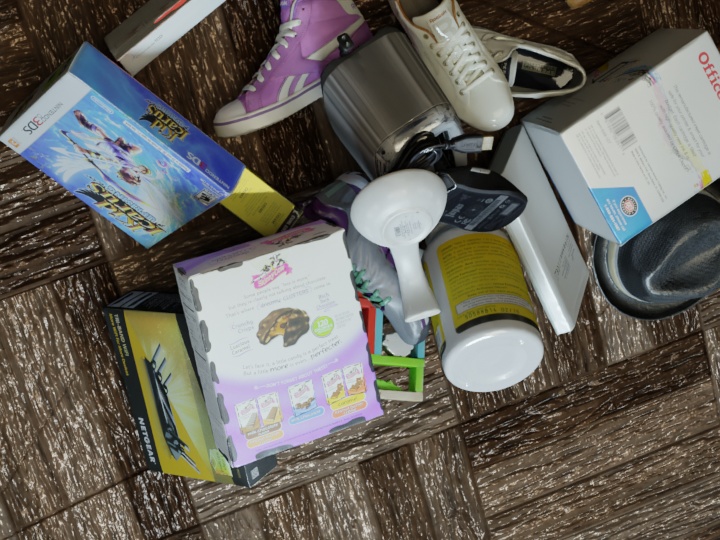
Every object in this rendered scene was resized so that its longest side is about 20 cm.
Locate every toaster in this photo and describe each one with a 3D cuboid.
[{"bbox_3d":[0.038,-0.156,1.428,0.113,0.200,0.130,-33,66,-5],"label":"toaster"}]

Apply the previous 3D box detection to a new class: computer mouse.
[{"bbox_3d":[0.102,-0.099,1.394,0.198,0.046,0.141,4,145,-34],"label":"computer mouse"}]

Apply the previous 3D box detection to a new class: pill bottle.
[{"bbox_3d":[0.125,0.021,1.501,0.110,0.202,0.112,-7,142,-6],"label":"pill bottle"}]

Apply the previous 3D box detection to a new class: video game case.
[{"bbox_3d":[-0.243,-0.119,1.386,0.199,0.181,0.046,38,56,-21],"label":"video game case"}]

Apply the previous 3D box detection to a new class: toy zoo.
[{"bbox_3d":[0.014,0.041,1.541,0.130,0.020,0.203,6,81,-27],"label":"toy zoo"}]

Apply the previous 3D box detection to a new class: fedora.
[{"bbox_3d":[0.376,-0.023,1.618,0.198,0.092,0.204,-4,106,-14],"label":"fedora"}]

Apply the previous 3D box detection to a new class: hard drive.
[{"bbox_3d":[0.201,-0.047,1.551,0.026,0.132,0.202,-17,113,27],"label":"hard drive"}]

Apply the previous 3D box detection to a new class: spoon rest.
[{"bbox_3d":[0.044,-0.032,1.389,0.098,0.061,0.201,-16,140,-3],"label":"spoon rest"}]

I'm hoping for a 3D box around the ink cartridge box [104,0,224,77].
[{"bbox_3d":[-0.172,-0.251,1.349,0.160,0.200,0.047,-39,111,-1],"label":"ink cartridge box"}]

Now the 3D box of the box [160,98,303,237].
[{"bbox_3d":[-0.156,-0.108,1.463,0.199,0.075,0.050,37,92,-20],"label":"box"}]

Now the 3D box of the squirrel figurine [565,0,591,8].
[{"bbox_3d":[0.285,-0.415,1.480,0.199,0.141,0.188,-32,101,-19],"label":"squirrel figurine"}]

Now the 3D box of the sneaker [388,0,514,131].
[{"bbox_3d":[0.090,-0.233,1.447,0.073,0.085,0.201,-37,85,1],"label":"sneaker"}]

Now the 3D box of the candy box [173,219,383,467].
[{"bbox_3d":[-0.081,0.070,1.380,0.166,0.071,0.203,-17,106,-18],"label":"candy box"}]

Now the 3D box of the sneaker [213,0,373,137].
[{"bbox_3d":[-0.084,-0.225,1.455,0.199,0.073,0.115,-31,107,-15],"label":"sneaker"}]

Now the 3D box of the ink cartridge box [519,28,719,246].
[{"bbox_3d":[0.311,-0.154,1.532,0.199,0.145,0.148,-33,106,-3],"label":"ink cartridge box"}]

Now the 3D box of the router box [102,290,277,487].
[{"bbox_3d":[-0.183,0.125,1.480,0.052,0.156,0.203,-33,117,-46],"label":"router box"}]

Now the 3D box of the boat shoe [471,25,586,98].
[{"bbox_3d":[0.153,-0.224,1.516,0.197,0.066,0.073,9,103,-17],"label":"boat shoe"}]

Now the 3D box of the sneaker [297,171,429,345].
[{"bbox_3d":[0.000,0.000,1.483,0.087,0.074,0.202,-29,96,-29],"label":"sneaker"}]
